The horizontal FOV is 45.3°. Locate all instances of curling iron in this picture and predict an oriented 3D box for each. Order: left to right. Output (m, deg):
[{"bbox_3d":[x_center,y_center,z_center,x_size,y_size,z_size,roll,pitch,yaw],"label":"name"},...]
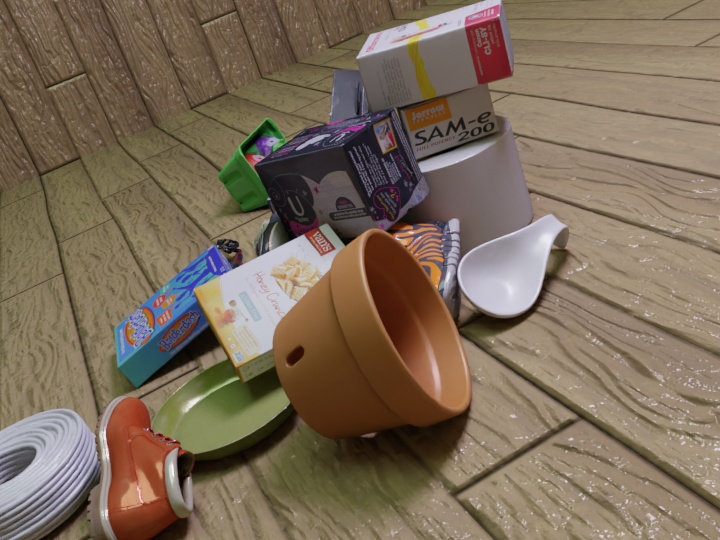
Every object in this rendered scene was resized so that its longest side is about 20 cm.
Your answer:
[{"bbox_3d":[-0.216,-0.006,1.434,0.049,0.026,0.201,14,22,-16],"label":"curling iron"}]

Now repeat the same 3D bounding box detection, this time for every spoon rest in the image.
[{"bbox_3d":[0.192,-0.013,1.040,0.099,0.061,0.199,38,50,18],"label":"spoon rest"}]

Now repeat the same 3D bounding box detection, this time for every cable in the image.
[{"bbox_3d":[-0.392,0.243,0.985,0.197,0.070,0.201,-15,24,15],"label":"cable"}]

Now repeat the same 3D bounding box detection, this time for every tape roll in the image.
[{"bbox_3d":[0.138,-0.121,1.245,0.199,0.141,0.203,-17,23,7],"label":"tape roll"}]

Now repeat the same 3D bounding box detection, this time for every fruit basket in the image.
[{"bbox_3d":[-0.162,-0.224,1.747,0.214,0.156,0.216,-35,16,11],"label":"fruit basket"}]

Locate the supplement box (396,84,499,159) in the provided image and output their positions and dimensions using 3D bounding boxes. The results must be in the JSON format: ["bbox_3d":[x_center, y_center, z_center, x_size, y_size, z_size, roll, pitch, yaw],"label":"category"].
[{"bbox_3d":[0.115,-0.237,1.243,0.124,0.075,0.201,-18,23,5],"label":"supplement box"}]

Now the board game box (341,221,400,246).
[{"bbox_3d":[0.000,0.000,1.160,0.135,0.035,0.199,33,52,31],"label":"board game box"}]

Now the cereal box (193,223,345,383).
[{"bbox_3d":[-0.092,0.035,1.074,0.198,0.040,0.144,-28,51,-14],"label":"cereal box"}]

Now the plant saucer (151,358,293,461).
[{"bbox_3d":[-0.149,0.160,1.011,0.197,0.031,0.201,-19,23,8],"label":"plant saucer"}]

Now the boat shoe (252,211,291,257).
[{"bbox_3d":[-0.125,-0.041,1.260,0.062,0.072,0.201,-19,19,10],"label":"boat shoe"}]

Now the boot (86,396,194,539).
[{"bbox_3d":[-0.222,0.199,0.911,0.106,0.076,0.201,-25,38,4],"label":"boot"}]

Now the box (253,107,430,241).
[{"bbox_3d":[-0.028,-0.121,1.162,0.114,0.134,0.198,-39,23,-33],"label":"box"}]

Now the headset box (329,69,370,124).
[{"bbox_3d":[-0.008,-0.196,1.324,0.076,0.202,0.151,2,49,0],"label":"headset box"}]

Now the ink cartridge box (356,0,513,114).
[{"bbox_3d":[0.103,-0.294,1.172,0.197,0.085,0.146,-13,24,16],"label":"ink cartridge box"}]

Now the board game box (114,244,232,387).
[{"bbox_3d":[-0.265,0.061,1.246,0.199,0.045,0.152,-41,25,-3],"label":"board game box"}]

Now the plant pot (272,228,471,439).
[{"bbox_3d":[0.005,0.079,0.876,0.139,0.201,0.201,-30,18,22],"label":"plant pot"}]

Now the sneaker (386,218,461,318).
[{"bbox_3d":[0.070,0.000,1.081,0.110,0.079,0.201,-1,26,8],"label":"sneaker"}]

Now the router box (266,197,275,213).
[{"bbox_3d":[-0.043,-0.152,1.583,0.198,0.050,0.179,1,32,42],"label":"router box"}]
